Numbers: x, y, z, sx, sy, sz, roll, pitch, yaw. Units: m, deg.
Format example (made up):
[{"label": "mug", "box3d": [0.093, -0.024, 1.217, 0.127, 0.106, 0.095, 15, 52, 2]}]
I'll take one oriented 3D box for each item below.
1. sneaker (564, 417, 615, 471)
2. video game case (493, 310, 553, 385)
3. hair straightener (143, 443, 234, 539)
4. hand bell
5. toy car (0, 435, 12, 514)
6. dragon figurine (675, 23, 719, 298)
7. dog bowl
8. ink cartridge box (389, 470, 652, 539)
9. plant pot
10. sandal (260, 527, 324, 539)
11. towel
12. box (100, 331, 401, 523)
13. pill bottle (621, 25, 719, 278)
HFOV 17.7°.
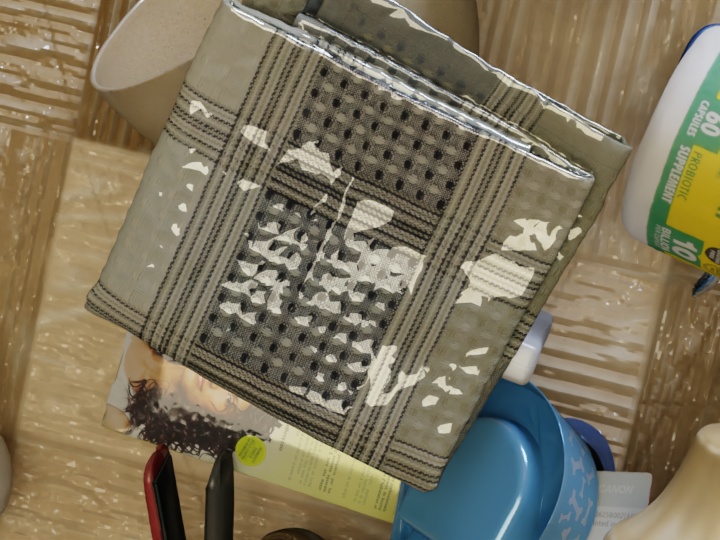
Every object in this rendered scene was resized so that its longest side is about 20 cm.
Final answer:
[{"label": "sneaker", "box3d": [0.080, 0.176, 1.224, 0.070, 0.078, 0.201, 23, 99, 5]}, {"label": "video game case", "box3d": [0.000, 0.000, 1.164, 0.199, 0.182, 0.023, 23, 96, 5]}, {"label": "hair straightener", "box3d": [-0.069, 0.187, 1.245, 0.077, 0.041, 0.201, 1, 112, 12]}, {"label": "hand bell", "box3d": [0.188, 0.050, 1.037, 0.104, 0.104, 0.201, 19, 105, 6]}, {"label": "toy car", "box3d": [-0.299, 0.102, 1.232, 0.200, 0.150, 0.175, -36, 90, 10]}, {"label": "dragon figurine", "box3d": [0.189, -0.093, 1.191, 0.099, 0.059, 0.201, 28, 98, 4]}, {"label": "dog bowl", "box3d": [0.045, 0.147, 1.135, 0.111, 0.049, 0.201, 30, 92, 44]}, {"label": "ink cartridge box", "box3d": [0.075, 0.202, 1.151, 0.162, 0.057, 0.201, -1, 66, 40]}, {"label": "plant pot", "box3d": [-0.017, -0.105, 1.164, 0.200, 0.200, 0.135, -35, 110, 10]}, {"label": "sandal", "box3d": [-0.015, 0.217, 1.236, 0.081, 0.055, 0.201, 12, 121, 39]}, {"label": "towel", "box3d": [-0.005, -0.021, 1.047, 0.192, 0.035, 0.201, 29, 106, 3]}, {"label": "box", "box3d": [-0.033, 0.078, 1.244, 0.199, 0.050, 0.076, 16, 99, 5]}, {"label": "pill bottle", "box3d": [0.233, -0.028, 1.088, 0.199, 0.113, 0.113, 26, 99, 15]}]
